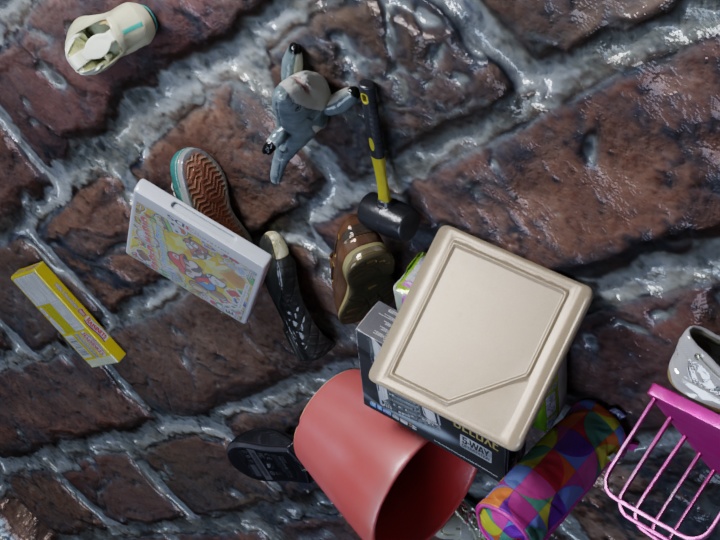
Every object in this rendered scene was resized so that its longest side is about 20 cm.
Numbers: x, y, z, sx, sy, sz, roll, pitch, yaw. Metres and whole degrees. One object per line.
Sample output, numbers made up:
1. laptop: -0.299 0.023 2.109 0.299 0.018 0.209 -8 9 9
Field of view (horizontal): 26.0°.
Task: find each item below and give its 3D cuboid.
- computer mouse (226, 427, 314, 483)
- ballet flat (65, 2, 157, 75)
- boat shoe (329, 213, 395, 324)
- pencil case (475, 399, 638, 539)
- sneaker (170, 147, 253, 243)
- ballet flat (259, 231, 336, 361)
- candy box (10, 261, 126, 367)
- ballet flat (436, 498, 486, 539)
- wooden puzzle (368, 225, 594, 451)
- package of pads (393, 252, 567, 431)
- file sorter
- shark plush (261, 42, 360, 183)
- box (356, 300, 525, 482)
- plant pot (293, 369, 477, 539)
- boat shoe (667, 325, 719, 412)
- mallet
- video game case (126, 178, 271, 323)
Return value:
1. computer mouse: -0.106 0.274 2.301 0.198 0.053 0.139 4 137 32
2. ballet flat: -0.304 -0.260 1.790 0.070 0.070 0.199 50 150 -16
3. boat shoe: 0.000 0.000 1.795 0.200 0.071 0.068 95 154 -65
4. pencil case: 0.215 0.227 1.712 0.088 0.200 0.089 37 151 25
5. sneaker: -0.201 -0.072 1.915 0.079 0.072 0.201 14 143 32
6. ballet flat: -0.082 0.029 1.953 0.067 0.056 0.201 49 161 51
7. candy box: -0.462 0.072 2.463 0.200 0.026 0.102 51 147 -18
8. ballet flat: 0.105 0.319 2.092 0.200 0.064 0.076 40 150 1
9. wooden puzzle: 0.126 0.069 1.630 0.199 0.186 0.037 24 175 30
10. package of pads: 0.135 0.076 1.725 0.199 0.068 0.155 25 148 25
11. file sorter: 0.347 0.230 1.548 0.139 0.126 0.200 27 169 42
12. shark plush: -0.082 -0.158 1.646 0.091 0.083 0.200 42 151 -4
13. box: 0.092 0.137 1.739 0.199 0.050 0.158 29 151 22
14. plant pot: 0.024 0.228 1.953 0.177 0.200 0.201 34 152 32
15. boat shoe: 0.388 0.113 1.472 0.199 0.071 0.070 23 137 17
16. mallet: 0.027 -0.111 1.634 0.066 0.041 0.201 29 145 27
17. video game case: -0.202 -0.019 1.912 0.181 0.023 0.200 31 156 2
